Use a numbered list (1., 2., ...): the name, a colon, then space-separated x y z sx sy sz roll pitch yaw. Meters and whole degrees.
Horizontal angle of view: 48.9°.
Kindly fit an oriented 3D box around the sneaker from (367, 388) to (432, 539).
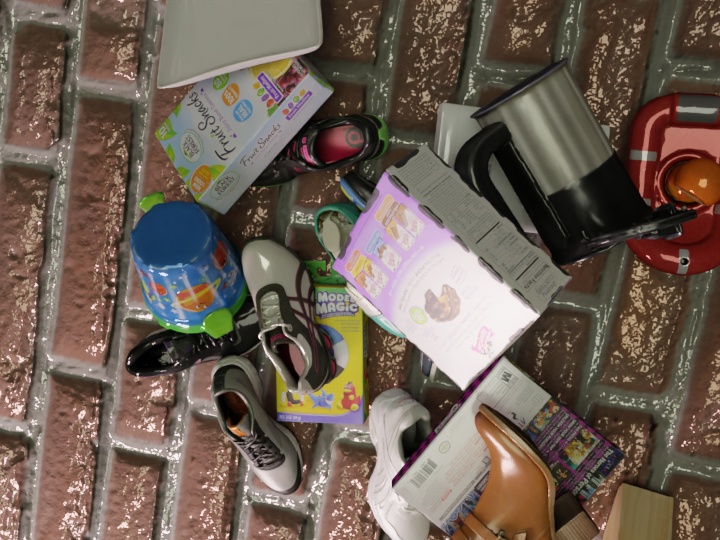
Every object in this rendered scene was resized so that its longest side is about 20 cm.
1. sneaker: 0.059 0.250 0.964 0.078 0.099 0.201 -11 98 -24

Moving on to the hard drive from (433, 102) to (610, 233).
1. hard drive: 0.180 -0.112 0.906 0.199 0.027 0.132 6 94 -9

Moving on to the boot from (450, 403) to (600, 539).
1. boot: 0.142 0.255 0.851 0.155 0.077 0.200 -37 105 5

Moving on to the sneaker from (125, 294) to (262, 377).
1. sneaker: -0.203 0.093 1.005 0.199 0.088 0.076 -23 93 12

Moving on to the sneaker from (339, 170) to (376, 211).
1. sneaker: 0.072 -0.082 0.947 0.199 0.071 0.083 17 95 1

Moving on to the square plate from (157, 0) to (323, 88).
1. square plate: -0.137 -0.302 0.926 0.199 0.028 0.199 -11 58 13

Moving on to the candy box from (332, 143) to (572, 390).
1. candy box: 0.086 0.001 0.814 0.200 0.072 0.168 44 142 9

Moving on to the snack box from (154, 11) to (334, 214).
1. snack box: -0.143 -0.188 0.944 0.200 0.053 0.142 -46 54 13

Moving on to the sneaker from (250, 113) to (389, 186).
1. sneaker: -0.066 -0.150 0.950 0.199 0.084 0.077 -15 94 14

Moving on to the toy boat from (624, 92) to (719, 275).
1. toy boat: 0.358 -0.093 0.858 0.130 0.131 0.201 5 98 10

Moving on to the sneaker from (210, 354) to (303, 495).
1. sneaker: -0.138 0.209 1.006 0.074 0.079 0.201 -23 107 12

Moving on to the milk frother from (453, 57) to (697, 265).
1. milk frother: 0.218 -0.107 0.787 0.200 0.180 0.188 -22 104 51

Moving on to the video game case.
1. video game case: 0.165 0.224 0.897 0.181 0.036 0.200 38 95 -2

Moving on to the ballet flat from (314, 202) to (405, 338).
1. ballet flat: 0.000 0.000 0.927 0.067 0.070 0.200 -49 58 30

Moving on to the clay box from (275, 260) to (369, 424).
1. clay box: -0.048 0.089 0.997 0.114 0.048 0.201 0 98 10

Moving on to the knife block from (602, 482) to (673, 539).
1. knife block: 0.314 0.371 0.904 0.064 0.176 0.201 15 99 7

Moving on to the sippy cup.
1. sippy cup: -0.210 -0.012 0.945 0.177 0.130 0.140 20 65 14

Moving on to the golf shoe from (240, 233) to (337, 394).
1. golf shoe: -0.089 0.050 0.933 0.077 0.088 0.201 -26 89 16

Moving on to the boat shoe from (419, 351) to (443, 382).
1. boat shoe: 0.090 0.044 0.940 0.062 0.075 0.201 20 129 21
